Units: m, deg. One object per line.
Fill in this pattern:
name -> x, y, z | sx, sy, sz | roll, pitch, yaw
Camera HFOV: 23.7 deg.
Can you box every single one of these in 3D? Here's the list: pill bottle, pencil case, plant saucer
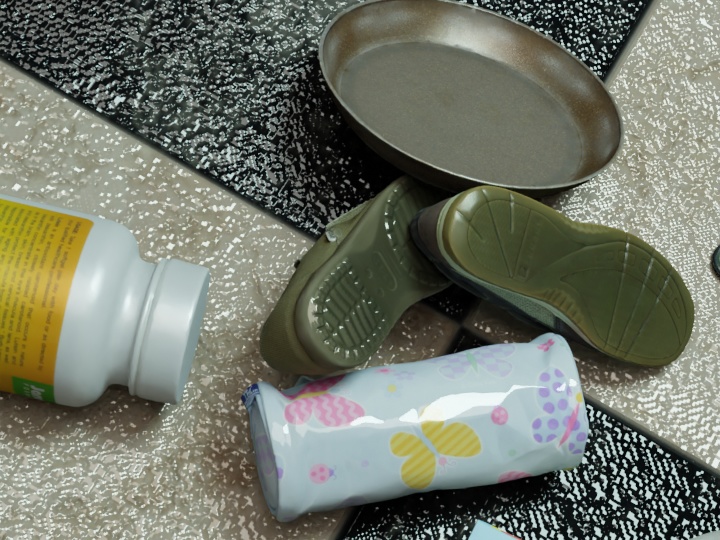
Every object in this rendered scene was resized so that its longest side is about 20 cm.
pill bottle -> -0.193, 0.016, 0.996 | 0.199, 0.111, 0.112 | 13, 67, 0
pencil case -> 0.033, 0.090, 1.006 | 0.199, 0.091, 0.084 | -8, 104, -8
plant saucer -> 0.067, -0.105, 1.078 | 0.199, 0.032, 0.201 | 12, 40, -10

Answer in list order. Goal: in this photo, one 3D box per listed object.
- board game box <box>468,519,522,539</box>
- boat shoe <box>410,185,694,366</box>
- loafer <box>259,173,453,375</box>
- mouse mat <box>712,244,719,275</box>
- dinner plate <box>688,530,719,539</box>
board game box -> 0.131, 0.234, 0.929 | 0.199, 0.103, 0.105 | 25, 73, 12
boat shoe -> 0.117, 0.001, 1.036 | 0.200, 0.066, 0.072 | 24, 84, -32
loafer -> 0.000, 0.000, 1.019 | 0.200, 0.067, 0.076 | -39, 106, -54
mouse mat -> 0.347, -0.010, 1.120 | 0.200, 0.008, 0.161 | -38, 77, -20
dinner plate -> 0.238, 0.246, 0.996 | 0.199, 0.024, 0.201 | 2, 68, -4
